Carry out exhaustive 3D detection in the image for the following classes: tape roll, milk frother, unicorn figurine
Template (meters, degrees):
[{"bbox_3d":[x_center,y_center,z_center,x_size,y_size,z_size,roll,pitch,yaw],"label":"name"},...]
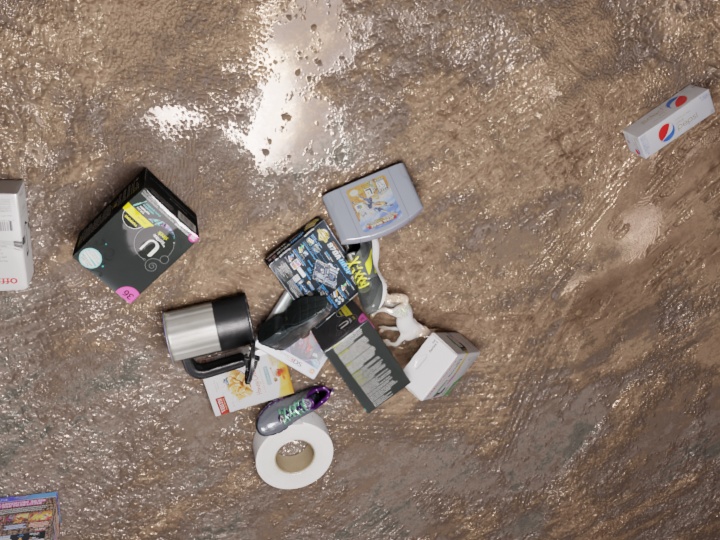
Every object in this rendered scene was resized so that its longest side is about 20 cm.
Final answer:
[{"bbox_3d":[-0.170,0.449,1.798,0.200,0.071,0.205,-6,116,-13],"label":"tape roll"},{"bbox_3d":[-0.318,0.160,1.536,0.186,0.200,0.183,-13,98,-10],"label":"milk frother"},{"bbox_3d":[0.104,0.129,1.720,0.136,0.075,0.201,-10,140,13],"label":"unicorn figurine"}]

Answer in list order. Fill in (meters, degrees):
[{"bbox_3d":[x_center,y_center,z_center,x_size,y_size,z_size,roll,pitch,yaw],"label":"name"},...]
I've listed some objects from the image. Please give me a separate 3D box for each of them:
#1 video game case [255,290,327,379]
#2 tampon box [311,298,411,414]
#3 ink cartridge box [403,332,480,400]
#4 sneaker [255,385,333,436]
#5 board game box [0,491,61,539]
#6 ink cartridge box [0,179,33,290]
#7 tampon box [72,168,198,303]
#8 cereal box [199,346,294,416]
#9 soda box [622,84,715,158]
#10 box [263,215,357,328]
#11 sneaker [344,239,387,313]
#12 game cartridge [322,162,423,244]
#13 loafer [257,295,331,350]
[{"bbox_3d":[-0.127,0.130,1.664,0.181,0.023,0.201,33,89,-27],"label":"video game case"},{"bbox_3d":[-0.003,0.193,1.634,0.126,0.150,0.201,-35,115,-5],"label":"tampon box"},{"bbox_3d":[0.195,0.231,1.735,0.145,0.084,0.199,-54,157,12],"label":"ink cartridge box"},{"bbox_3d":[-0.158,0.325,1.701,0.199,0.087,0.075,-28,86,-29],"label":"sneaker"},{"bbox_3d":[-0.782,0.619,1.625,0.157,0.200,0.098,-2,116,-14],"label":"board game box"},{"bbox_3d":[-0.726,-0.068,1.384,0.144,0.084,0.202,-1,115,-15],"label":"ink cartridge box"},{"bbox_3d":[-0.448,-0.069,1.432,0.200,0.126,0.150,-42,118,6],"label":"tampon box"},{"bbox_3d":[-0.270,0.254,1.694,0.198,0.040,0.145,-17,117,-8],"label":"cereal box"},{"bbox_3d":[0.728,-0.354,1.683,0.199,0.068,0.064,-34,119,2],"label":"soda box"},{"bbox_3d":[-0.098,0.006,1.603,0.159,0.046,0.201,-40,117,-9],"label":"box"},{"bbox_3d":[0.000,0.000,1.573,0.074,0.202,0.084,-29,147,32],"label":"sneaker"},{"bbox_3d":[0.031,-0.140,1.556,0.198,0.134,0.042,-23,162,-5],"label":"game cartridge"},{"bbox_3d":[-0.135,0.117,1.575,0.199,0.073,0.072,-27,134,29],"label":"loafer"}]
